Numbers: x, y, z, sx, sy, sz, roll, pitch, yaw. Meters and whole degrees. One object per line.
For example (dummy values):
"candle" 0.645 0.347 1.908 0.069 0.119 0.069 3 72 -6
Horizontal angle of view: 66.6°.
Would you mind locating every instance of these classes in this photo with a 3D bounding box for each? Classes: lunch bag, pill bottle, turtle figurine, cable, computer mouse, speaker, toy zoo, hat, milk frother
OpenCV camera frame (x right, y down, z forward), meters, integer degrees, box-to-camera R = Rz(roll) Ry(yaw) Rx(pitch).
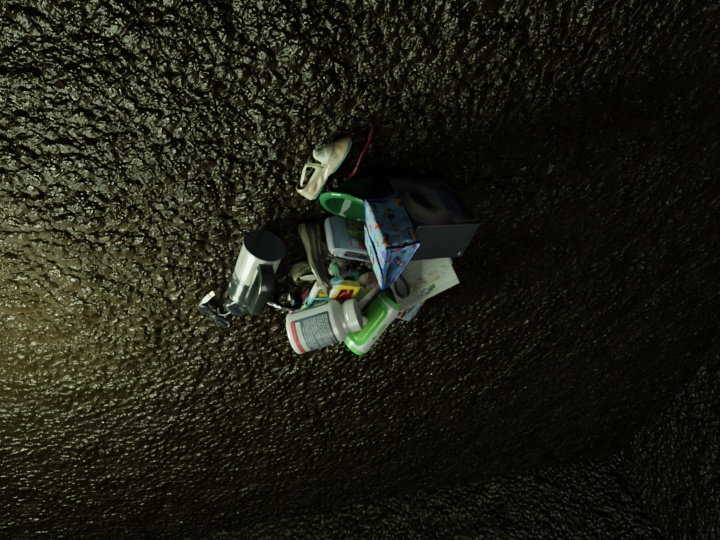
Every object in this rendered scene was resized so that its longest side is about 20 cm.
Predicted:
"lunch bag" 0.060 -0.062 1.357 0.093 0.152 0.201 -12 150 -18
"pill bottle" -0.097 0.150 1.536 0.197 0.121 0.120 -17 139 9
"turtle figurine" 0.000 0.000 1.581 0.198 0.101 0.151 -14 138 -33
"cable" 0.095 -0.018 1.586 0.095 0.204 0.050 -4 173 2
"computer mouse" -0.380 0.084 1.621 0.198 0.047 0.140 -30 133 21
"speaker" 0.038 0.160 1.673 0.088 0.089 0.201 28 106 -39
"toy zoo" -0.082 0.074 1.556 0.129 0.021 0.201 1 148 -22
"hat" 0.002 -0.238 1.419 0.164 0.179 0.199 26 164 -33
"milk frother" -0.240 0.014 1.510 0.198 0.181 0.189 -12 145 -40

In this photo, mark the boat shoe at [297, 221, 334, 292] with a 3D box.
"boat shoe" -0.106 -0.044 1.462 0.072 0.203 0.075 -20 167 -3

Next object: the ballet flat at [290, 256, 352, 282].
"ballet flat" -0.105 -0.005 1.599 0.197 0.063 0.068 -15 139 -3

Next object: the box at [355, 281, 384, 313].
"box" 0.043 0.108 1.744 0.116 0.060 0.200 -41 139 0

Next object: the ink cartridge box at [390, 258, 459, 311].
"ink cartridge box" 0.181 0.014 1.631 0.198 0.176 0.044 -27 149 11

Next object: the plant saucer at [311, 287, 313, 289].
"plant saucer" -0.104 0.103 1.740 0.196 0.032 0.202 -9 138 -8

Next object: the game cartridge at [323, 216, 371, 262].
"game cartridge" -0.001 -0.085 1.495 0.197 0.134 0.041 9 133 -28

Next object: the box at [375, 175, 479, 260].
"box" 0.165 -0.140 1.423 0.197 0.200 0.124 -5 139 -30

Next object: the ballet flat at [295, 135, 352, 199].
"ballet flat" -0.096 -0.255 1.336 0.066 0.069 0.201 22 124 -27

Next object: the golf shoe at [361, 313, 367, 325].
"golf shoe" -0.071 0.178 1.627 0.196 0.094 0.073 -12 158 7

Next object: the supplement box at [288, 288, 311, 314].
"supplement box" -0.114 0.140 1.707 0.198 0.061 0.109 26 123 -36

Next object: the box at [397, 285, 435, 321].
"box" 0.175 0.065 1.738 0.109 0.035 0.202 18 111 -44
